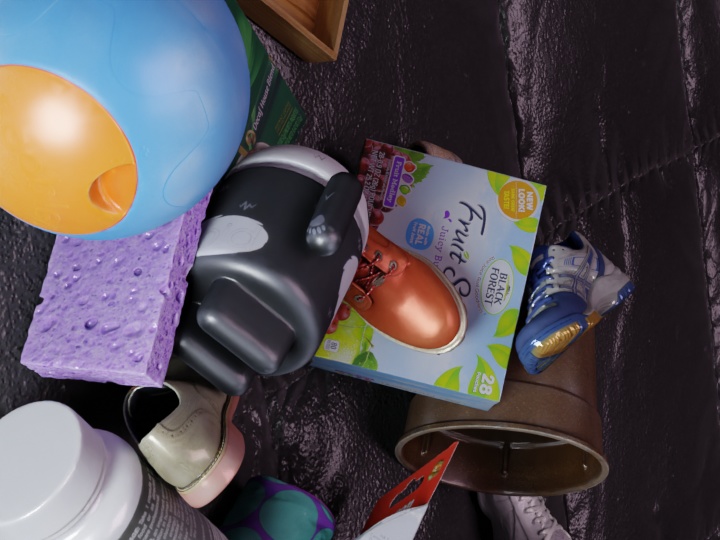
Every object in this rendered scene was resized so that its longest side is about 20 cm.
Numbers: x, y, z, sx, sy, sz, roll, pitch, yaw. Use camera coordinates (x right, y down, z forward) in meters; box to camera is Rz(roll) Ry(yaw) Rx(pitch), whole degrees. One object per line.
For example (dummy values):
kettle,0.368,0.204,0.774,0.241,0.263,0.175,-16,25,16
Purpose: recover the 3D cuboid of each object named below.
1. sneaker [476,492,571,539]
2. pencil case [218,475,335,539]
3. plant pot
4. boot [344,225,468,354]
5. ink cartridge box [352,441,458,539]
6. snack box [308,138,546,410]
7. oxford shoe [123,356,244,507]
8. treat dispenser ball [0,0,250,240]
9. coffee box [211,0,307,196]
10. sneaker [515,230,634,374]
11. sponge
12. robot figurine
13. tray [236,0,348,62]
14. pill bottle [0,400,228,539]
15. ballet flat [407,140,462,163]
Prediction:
sneaker,0.177,0.259,1.728,0.075,0.099,0.200,-29,113,-51
pencil case,-0.093,0.261,1.326,0.092,0.085,0.200,59,44,-34
plant pot,0.142,0.090,1.601,0.200,0.200,0.199,39,52,-50
boot,0.000,0.000,1.370,0.075,0.200,0.107,-52,174,8
ink cartridge box,-0.008,0.235,1.394,0.057,0.163,0.200,31,54,-11
snack box,0.059,0.004,1.469,0.068,0.168,0.200,117,-12,-78
oxford shoe,-0.133,0.096,1.210,0.074,0.200,0.071,42,92,-20
treat dispenser ball,-0.172,-0.120,1.093,0.201,0.201,0.201,-1,91,-57
coffee box,-0.121,-0.146,1.313,0.200,0.044,0.123,59,45,-39
sneaker,0.170,0.025,1.490,0.088,0.075,0.200,49,29,5
sponge,-0.165,-0.019,1.186,0.030,0.111,0.200,39,59,-52
robot figurine,-0.066,-0.003,1.235,0.200,0.150,0.125,-65,150,-44
tray,-0.077,-0.259,1.388,0.200,0.037,0.099,33,63,-53
pill bottle,-0.179,0.181,1.166,0.200,0.114,0.114,53,48,-43
ballet flat,0.035,-0.036,1.548,0.067,0.068,0.200,37,56,-27
